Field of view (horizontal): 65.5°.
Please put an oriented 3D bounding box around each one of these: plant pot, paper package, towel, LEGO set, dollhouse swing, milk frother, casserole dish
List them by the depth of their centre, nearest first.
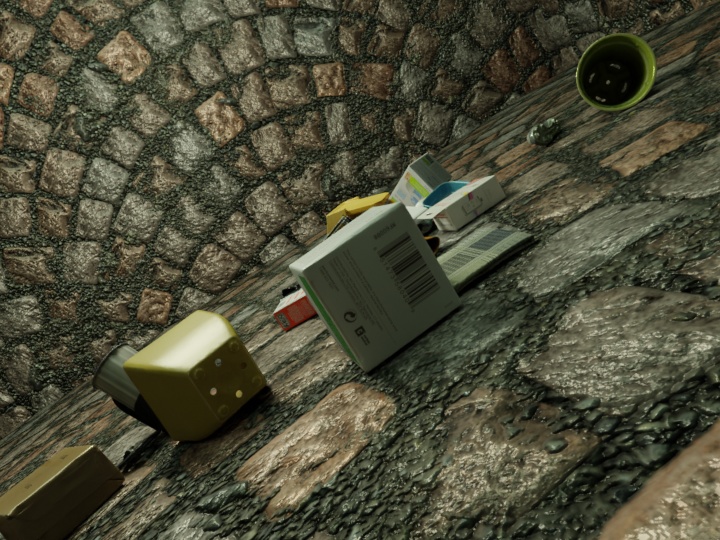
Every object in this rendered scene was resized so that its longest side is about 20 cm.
[{"bbox_3d":[0.206,-0.016,1.053,0.199,0.035,0.193,-32,14,-7],"label":"towel"},{"bbox_3d":[-0.586,0.435,1.074,0.199,0.104,0.191,-23,13,44],"label":"paper package"},{"bbox_3d":[-0.296,0.204,1.077,0.195,0.195,0.199,-39,18,-34],"label":"plant pot"},{"bbox_3d":[-0.500,0.295,1.212,0.181,0.187,0.200,-64,-7,22],"label":"milk frother"},{"bbox_3d":[0.254,-0.199,1.574,0.120,0.039,0.200,10,36,31],"label":"casserole dish"},{"bbox_3d":[0.711,-0.544,1.585,0.200,0.201,0.184,-28,0,19],"label":"plant pot"},{"bbox_3d":[-0.015,-0.093,1.656,0.116,0.154,0.200,-51,7,-8],"label":"LEGO set"},{"bbox_3d":[0.002,-0.153,1.822,0.174,0.183,0.200,2,18,13],"label":"dollhouse swing"}]

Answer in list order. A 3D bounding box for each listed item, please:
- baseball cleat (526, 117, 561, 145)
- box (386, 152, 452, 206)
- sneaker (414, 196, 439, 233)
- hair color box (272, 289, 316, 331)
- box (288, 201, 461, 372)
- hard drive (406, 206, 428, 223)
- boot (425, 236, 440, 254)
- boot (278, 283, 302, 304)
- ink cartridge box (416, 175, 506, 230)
[{"bbox_3d":[0.554,-0.415,1.740,0.200,0.070,0.106,-30,0,-43],"label":"baseball cleat"},{"bbox_3d":[0.179,-0.248,1.737,0.101,0.113,0.200,-39,-9,-33],"label":"box"},{"bbox_3d":[0.180,-0.142,1.588,0.200,0.076,0.088,-43,28,-26],"label":"sneaker"},{"bbox_3d":[-0.123,0.074,1.468,0.199,0.061,0.102,-29,11,13],"label":"hair color box"},{"bbox_3d":[0.018,0.021,0.944,0.199,0.200,0.171,-34,11,-9],"label":"box"},{"bbox_3d":[0.076,-0.117,1.516,0.200,0.027,0.131,-37,31,-32],"label":"hard drive"},{"bbox_3d":[0.132,-0.059,1.359,0.143,0.071,0.201,-17,20,34],"label":"boot"},{"bbox_3d":[-0.141,0.040,1.617,0.168,0.077,0.200,-32,6,19],"label":"boot"},{"bbox_3d":[0.253,-0.159,1.425,0.199,0.068,0.116,-33,11,-10],"label":"ink cartridge box"}]
